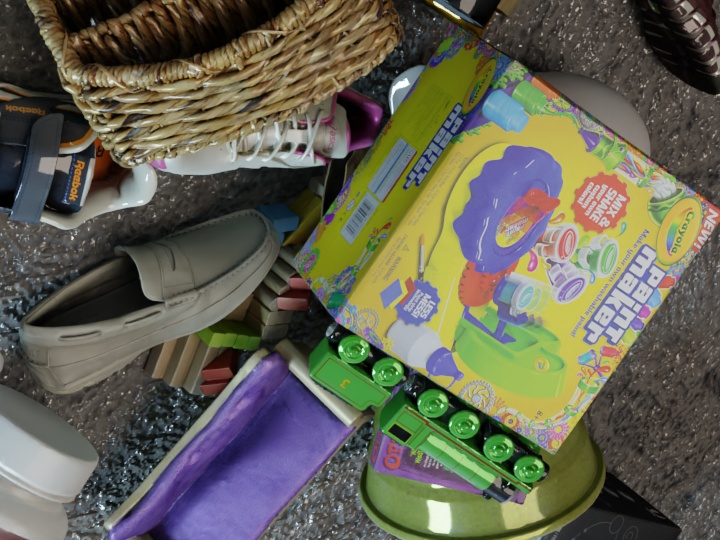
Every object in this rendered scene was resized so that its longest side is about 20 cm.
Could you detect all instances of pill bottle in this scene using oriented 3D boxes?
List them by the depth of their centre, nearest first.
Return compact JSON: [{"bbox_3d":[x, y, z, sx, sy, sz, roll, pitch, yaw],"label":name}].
[{"bbox_3d":[-0.268,0.183,1.241,0.114,0.114,0.201,30,95,-48],"label":"pill bottle"}]

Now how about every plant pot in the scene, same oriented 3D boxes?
[{"bbox_3d":[0.086,0.086,1.457,0.200,0.200,0.185,-23,119,-29],"label":"plant pot"}]

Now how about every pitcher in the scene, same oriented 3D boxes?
[{"bbox_3d":[0.119,-0.066,1.408,0.199,0.121,0.173,-1,98,-36],"label":"pitcher"}]

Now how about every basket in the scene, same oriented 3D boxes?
[{"bbox_3d":[-0.092,-0.171,1.091,0.199,0.143,0.149,-22,127,3],"label":"basket"}]

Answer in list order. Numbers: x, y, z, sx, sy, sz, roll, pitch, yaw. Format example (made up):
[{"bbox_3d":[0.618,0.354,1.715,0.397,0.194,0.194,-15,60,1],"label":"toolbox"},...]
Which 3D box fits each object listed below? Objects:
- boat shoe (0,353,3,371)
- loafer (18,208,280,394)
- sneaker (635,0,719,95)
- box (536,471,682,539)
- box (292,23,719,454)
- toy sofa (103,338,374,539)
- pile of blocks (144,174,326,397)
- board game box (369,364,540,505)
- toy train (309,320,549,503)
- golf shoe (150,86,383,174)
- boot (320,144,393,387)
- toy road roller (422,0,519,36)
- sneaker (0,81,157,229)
[{"bbox_3d":[-0.293,0.016,1.151,0.200,0.073,0.067,62,38,-37],"label":"boat shoe"},{"bbox_3d":[-0.143,0.012,1.272,0.200,0.070,0.070,-33,143,-20],"label":"loafer"},{"bbox_3d":[0.276,-0.236,1.481,0.116,0.076,0.200,-48,138,-10],"label":"sneaker"},{"bbox_3d":[0.181,0.246,1.693,0.199,0.106,0.123,18,104,-47],"label":"box"},{"bbox_3d":[0.097,-0.022,1.245,0.192,0.122,0.201,31,97,-23],"label":"box"},{"bbox_3d":[-0.089,0.148,1.355,0.200,0.083,0.098,-48,168,9],"label":"toy sofa"},{"bbox_3d":[-0.071,0.014,1.344,0.200,0.062,0.082,-51,138,-3],"label":"pile of blocks"},{"bbox_3d":[0.089,0.063,1.351,0.119,0.032,0.201,13,101,-15],"label":"board game box"},{"bbox_3d":[0.048,0.104,1.321,0.200,0.042,0.056,35,111,-16],"label":"toy train"},{"bbox_3d":[-0.059,-0.100,1.221,0.200,0.091,0.076,-25,129,-54],"label":"golf shoe"},{"bbox_3d":[0.000,0.000,1.328,0.075,0.074,0.201,-3,111,-29],"label":"boot"},{"bbox_3d":[0.057,-0.249,1.263,0.123,0.146,0.200,-58,175,6],"label":"toy road roller"},{"bbox_3d":[-0.214,-0.072,1.145,0.199,0.079,0.079,-4,123,-39],"label":"sneaker"}]
